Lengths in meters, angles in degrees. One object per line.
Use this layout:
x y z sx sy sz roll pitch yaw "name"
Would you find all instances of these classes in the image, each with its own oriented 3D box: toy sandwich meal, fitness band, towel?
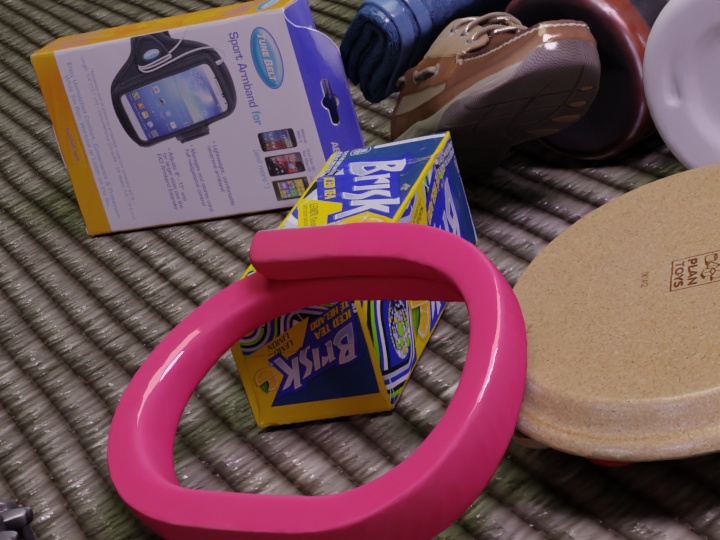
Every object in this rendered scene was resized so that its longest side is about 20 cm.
0.147 0.025 0.865 0.204 0.071 0.206 -18 29 10 "toy sandwich meal"
-0.018 0.050 0.878 0.199 0.037 0.144 -2 56 41 "fitness band"
0.077 -0.175 1.247 0.199 0.049 0.112 -33 -8 -17 "towel"

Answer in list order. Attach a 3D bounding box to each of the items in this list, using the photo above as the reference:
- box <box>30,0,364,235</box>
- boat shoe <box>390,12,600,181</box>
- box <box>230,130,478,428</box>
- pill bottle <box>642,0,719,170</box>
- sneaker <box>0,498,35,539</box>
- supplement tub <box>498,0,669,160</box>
-0.089 -0.093 1.298 0.199 0.120 0.041 -7 20 24 "box"
0.063 -0.101 1.159 0.075 0.072 0.200 1 -13 -24 "boat shoe"
0.000 0.000 1.050 0.070 0.065 0.200 -9 21 19 "box"
0.234 -0.127 1.120 0.119 0.121 0.200 -3 23 33 "pill bottle"
-0.171 0.149 0.770 0.097 0.071 0.201 -13 17 8 "sneaker"
0.172 -0.145 1.245 0.106 0.108 0.200 2 26 43 "supplement tub"
